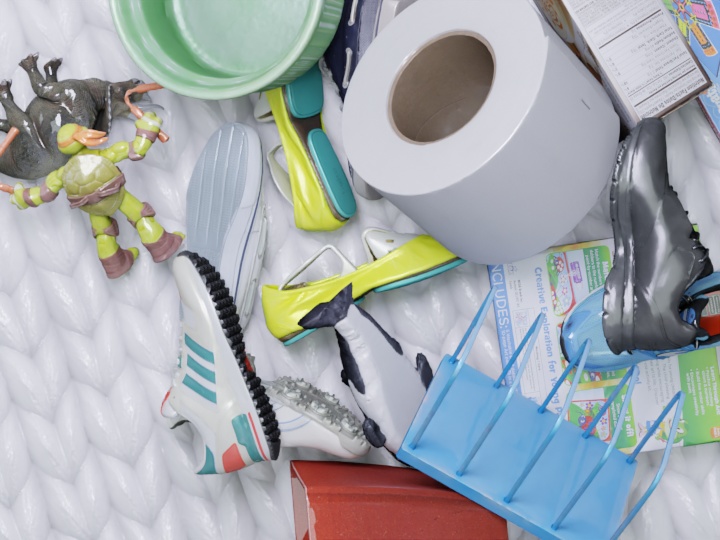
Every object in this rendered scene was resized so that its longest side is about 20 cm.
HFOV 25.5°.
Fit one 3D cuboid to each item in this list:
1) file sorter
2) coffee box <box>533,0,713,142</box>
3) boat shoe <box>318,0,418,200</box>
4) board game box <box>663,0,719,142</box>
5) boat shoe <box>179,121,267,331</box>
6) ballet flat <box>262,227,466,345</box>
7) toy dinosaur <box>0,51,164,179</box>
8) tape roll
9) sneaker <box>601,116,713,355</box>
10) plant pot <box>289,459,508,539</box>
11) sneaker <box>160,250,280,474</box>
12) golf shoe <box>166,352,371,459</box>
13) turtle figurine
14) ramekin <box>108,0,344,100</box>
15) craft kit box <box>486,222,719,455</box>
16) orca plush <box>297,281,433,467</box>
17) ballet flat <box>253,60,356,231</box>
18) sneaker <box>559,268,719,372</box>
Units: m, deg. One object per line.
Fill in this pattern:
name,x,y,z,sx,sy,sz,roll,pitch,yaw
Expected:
file sorter,0.159,0.128,1.351,0.199,0.139,0.123,29,129,1
coffee box,0.220,-0.223,1.417,0.079,0.114,0.201,-31,91,1
boat shoe,0.002,-0.172,1.459,0.092,0.074,0.202,21,109,35
board game box,0.335,-0.214,1.458,0.102,0.019,0.201,-29,90,2
boat shoe,-0.120,-0.036,1.463,0.073,0.067,0.202,21,101,35
ballet flat,0.000,0.000,1.449,0.199,0.067,0.067,-25,91,5
toy dinosaur,-0.291,-0.132,1.463,0.199,0.077,0.103,-36,83,0
tape roll,0.102,-0.124,1.358,0.201,0.139,0.204,-18,56,28
sneaker,0.253,-0.028,1.342,0.090,0.076,0.202,3,92,17
plant pot,0.038,0.271,1.405,0.175,0.200,0.202,-4,91,-6
sneaker,-0.143,0.086,1.398,0.093,0.070,0.201,-21,92,8
golf shoe,-0.087,0.141,1.465,0.199,0.078,0.098,25,98,11
turtle figurine,-0.223,-0.077,1.430,0.199,0.065,0.162,-26,118,7
ramekin,-0.109,-0.246,1.378,0.198,0.098,0.202,1,94,18
craft kit box,0.225,0.069,1.459,0.196,0.049,0.202,-8,91,5
orca plush,-0.001,0.102,1.441,0.200,0.071,0.106,46,56,-37
ballet flat,-0.062,-0.131,1.462,0.067,0.067,0.202,-15,92,31
sneaker,0.270,0.038,1.390,0.198,0.090,0.079,-16,90,3
